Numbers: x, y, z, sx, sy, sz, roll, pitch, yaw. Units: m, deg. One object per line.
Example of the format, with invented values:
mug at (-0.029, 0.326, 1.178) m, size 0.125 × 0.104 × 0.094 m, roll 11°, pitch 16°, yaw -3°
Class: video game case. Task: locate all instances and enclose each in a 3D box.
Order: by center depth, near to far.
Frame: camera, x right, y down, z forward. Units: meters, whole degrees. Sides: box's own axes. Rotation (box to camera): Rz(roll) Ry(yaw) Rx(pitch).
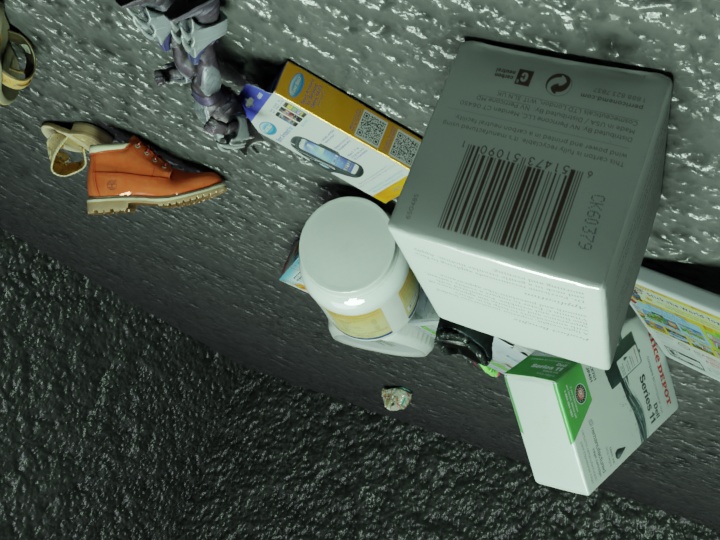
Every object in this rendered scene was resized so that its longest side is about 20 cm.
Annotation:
video game case at (0.370, 0.071, 0.886) m, size 0.182 × 0.023 × 0.199 m, roll 45°, pitch 172°, yaw -35°

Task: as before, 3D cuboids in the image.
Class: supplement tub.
supplement tub at (0.000, 0.000, 1.104) m, size 0.142 × 0.147 × 0.200 m, roll 18°, pitch 165°, yaw 16°

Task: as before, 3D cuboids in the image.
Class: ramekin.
ramekin at (0.039, 0.075, 1.348) m, size 0.198 × 0.096 × 0.203 m, roll 10°, pitch 167°, yaw 2°

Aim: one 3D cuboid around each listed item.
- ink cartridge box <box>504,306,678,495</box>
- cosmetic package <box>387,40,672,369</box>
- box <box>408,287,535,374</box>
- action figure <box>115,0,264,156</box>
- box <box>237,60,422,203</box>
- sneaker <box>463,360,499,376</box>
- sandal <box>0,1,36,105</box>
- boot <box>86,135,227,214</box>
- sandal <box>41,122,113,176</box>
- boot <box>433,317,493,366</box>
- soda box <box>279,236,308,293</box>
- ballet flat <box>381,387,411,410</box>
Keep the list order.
ink cartridge box at (0.277, 0.143, 1.000) m, size 0.082 × 0.198 × 0.149 m, roll -1°, pitch 114°, yaw 53°
cosmetic package at (0.143, -0.045, 0.677) m, size 0.162 × 0.168 × 0.200 m, roll 17°, pitch 165°, yaw 22°
box at (0.194, 0.072, 1.162) m, size 0.197 × 0.098 × 0.176 m, roll 27°, pitch 165°, yaw -16°
action figure at (-0.151, -0.180, 0.793) m, size 0.129 × 0.069 × 0.201 m, roll 35°, pitch 159°, yaw 27°
box at (-0.030, -0.141, 0.862) m, size 0.198 × 0.042 × 0.119 m, roll 30°, pitch 165°, yaw -15°
sneaker at (0.195, 0.133, 1.426) m, size 0.082 × 0.078 × 0.200 m, roll 13°, pitch 162°, yaw 18°
sandal at (-0.414, -0.254, 1.008) m, size 0.053 × 0.082 × 0.200 m, roll 4°, pitch 167°, yaw -17°
boot at (-0.290, -0.139, 1.201) m, size 0.195 × 0.110 × 0.075 m, roll -4°, pitch 179°, yaw -9°
sandal at (-0.454, -0.181, 1.309) m, size 0.077 × 0.071 × 0.210 m, roll 33°, pitch 163°, yaw -37°
boot at (0.116, 0.000, 0.885) m, size 0.072 × 0.165 × 0.198 m, roll 13°, pitch 163°, yaw 25°
soda box at (-0.075, -0.016, 1.330) m, size 0.067 × 0.065 × 0.200 m, roll 24°, pitch 165°, yaw -9°
ballet flat at (0.097, 0.380, 2.496) m, size 0.074 × 0.065 × 0.200 m, roll 23°, pitch 166°, yaw -5°
